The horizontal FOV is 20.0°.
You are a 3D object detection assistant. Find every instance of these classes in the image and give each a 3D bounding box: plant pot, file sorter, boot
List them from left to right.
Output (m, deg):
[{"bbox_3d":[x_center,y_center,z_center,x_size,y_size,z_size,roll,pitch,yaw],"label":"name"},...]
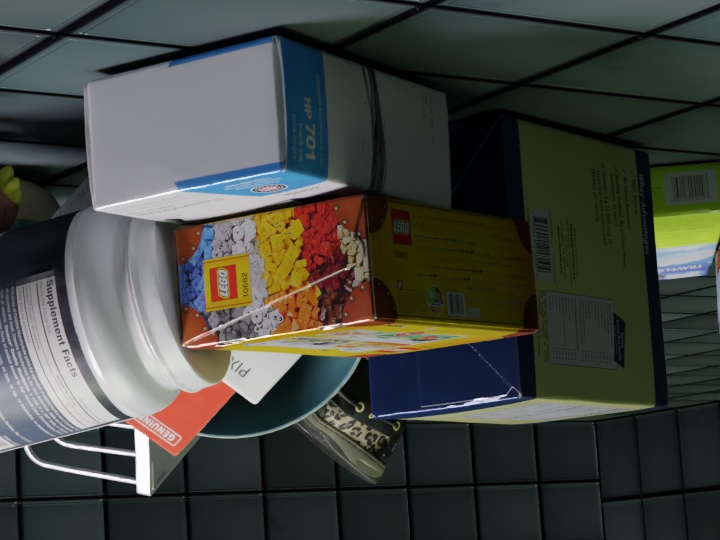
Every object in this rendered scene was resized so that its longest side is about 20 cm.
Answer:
[{"bbox_3d":[-0.197,0.077,1.742,0.123,0.140,0.200,7,-156,16],"label":"file sorter"},{"bbox_3d":[-0.099,0.006,1.541,0.198,0.202,0.135,-2,-154,-9],"label":"plant pot"},{"bbox_3d":[-0.007,0.065,1.690,0.073,0.154,0.204,26,163,51],"label":"boot"}]

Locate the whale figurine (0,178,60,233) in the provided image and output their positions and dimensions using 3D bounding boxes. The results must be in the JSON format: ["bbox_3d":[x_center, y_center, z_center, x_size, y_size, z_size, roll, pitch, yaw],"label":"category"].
[{"bbox_3d":[-0.318,-0.012,1.503,0.198,0.105,0.159,-1,171,-18],"label":"whale figurine"}]

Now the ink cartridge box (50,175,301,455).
[{"bbox_3d":[-0.146,0.031,1.445,0.200,0.174,0.044,38,-167,-25],"label":"ink cartridge box"}]

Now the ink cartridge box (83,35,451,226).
[{"bbox_3d":[-0.053,-0.077,1.269,0.145,0.087,0.199,-10,169,31],"label":"ink cartridge box"}]

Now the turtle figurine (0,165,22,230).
[{"bbox_3d":[-0.300,-0.043,1.301,0.160,0.065,0.199,-7,-163,-40],"label":"turtle figurine"}]

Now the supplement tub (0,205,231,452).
[{"bbox_3d":[-0.198,0.038,1.338,0.198,0.142,0.140,-15,169,15],"label":"supplement tub"}]

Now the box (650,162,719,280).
[{"bbox_3d":[0.240,-0.037,1.717,0.121,0.048,0.200,-5,165,4],"label":"box"}]

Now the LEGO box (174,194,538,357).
[{"bbox_3d":[0.001,0.008,1.307,0.148,0.078,0.199,-9,171,33],"label":"LEGO box"}]

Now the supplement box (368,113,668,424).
[{"bbox_3d":[0.113,0.007,1.496,0.133,0.202,0.199,-10,168,38],"label":"supplement box"}]

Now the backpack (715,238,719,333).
[{"bbox_3d":[0.382,0.017,1.693,0.153,0.192,0.200,-6,170,-7],"label":"backpack"}]
